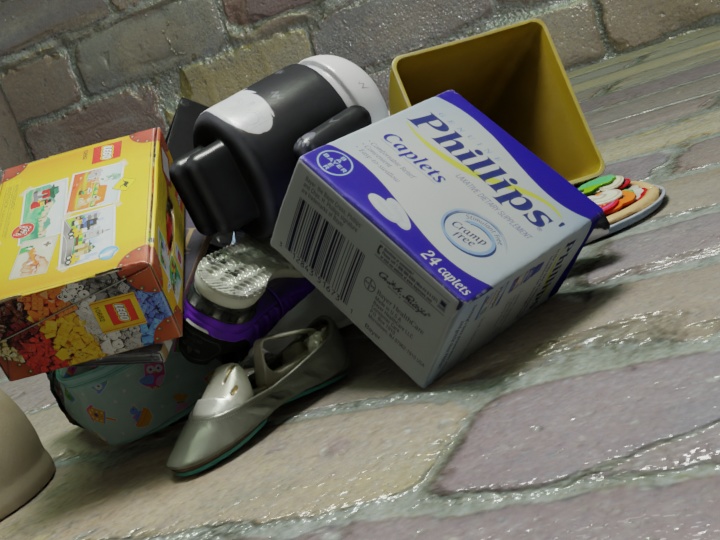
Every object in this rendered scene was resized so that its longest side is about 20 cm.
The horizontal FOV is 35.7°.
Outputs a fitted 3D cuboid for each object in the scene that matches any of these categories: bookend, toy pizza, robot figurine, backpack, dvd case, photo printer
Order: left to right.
[{"bbox_3d":[-0.211,0.006,0.972,0.146,0.016,0.201,-4,41,15],"label":"dvd case"},{"bbox_3d":[-0.211,0.067,1.044,0.175,0.155,0.199,-32,28,-19],"label":"backpack"},{"bbox_3d":[-0.199,-0.043,1.227,0.200,0.091,0.201,-84,18,-44],"label":"bookend"},{"bbox_3d":[-0.065,-0.105,0.978,0.199,0.126,0.150,-33,53,-26],"label":"robot figurine"},{"bbox_3d":[0.000,0.000,1.124,0.198,0.070,0.166,-24,11,33],"label":"photo printer"},{"bbox_3d":[0.228,-0.064,1.203,0.198,0.032,0.200,-20,11,4],"label":"toy pizza"}]

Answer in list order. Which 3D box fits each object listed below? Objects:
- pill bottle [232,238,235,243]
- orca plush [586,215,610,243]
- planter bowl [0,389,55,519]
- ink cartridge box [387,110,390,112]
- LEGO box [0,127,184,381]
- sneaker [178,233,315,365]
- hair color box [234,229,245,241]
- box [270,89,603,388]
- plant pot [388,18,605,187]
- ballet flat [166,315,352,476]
[{"bbox_3d":[-0.142,-0.035,1.521,0.198,0.110,0.109,-20,11,-2],"label":"pill bottle"},{"bbox_3d":[0.141,-0.038,1.076,0.104,0.072,0.199,-7,-13,-39],"label":"orca plush"},{"bbox_3d":[-0.387,0.155,0.982,0.198,0.136,0.200,-19,12,4],"label":"planter bowl"},{"bbox_3d":[0.004,-0.131,1.448,0.197,0.148,0.084,2,-1,-21],"label":"ink cartridge box"},{"bbox_3d":[-0.227,-0.020,0.932,0.147,0.078,0.201,-14,39,3],"label":"LEGO box"},{"bbox_3d":[-0.102,0.031,0.977,0.069,0.101,0.200,29,19,16],"label":"sneaker"},{"bbox_3d":[-0.038,-0.069,1.291,0.198,0.066,0.109,-12,11,-28],"label":"hair color box"},{"bbox_3d":[0.063,-0.035,0.921,0.199,0.184,0.106,-29,-27,-41],"label":"box"},{"bbox_3d":[0.139,-0.149,1.338,0.198,0.202,0.177,-18,-12,-16],"label":"plant pot"},{"bbox_3d":[-0.089,0.095,0.922,0.199,0.064,0.067,-30,16,-40],"label":"ballet flat"}]
